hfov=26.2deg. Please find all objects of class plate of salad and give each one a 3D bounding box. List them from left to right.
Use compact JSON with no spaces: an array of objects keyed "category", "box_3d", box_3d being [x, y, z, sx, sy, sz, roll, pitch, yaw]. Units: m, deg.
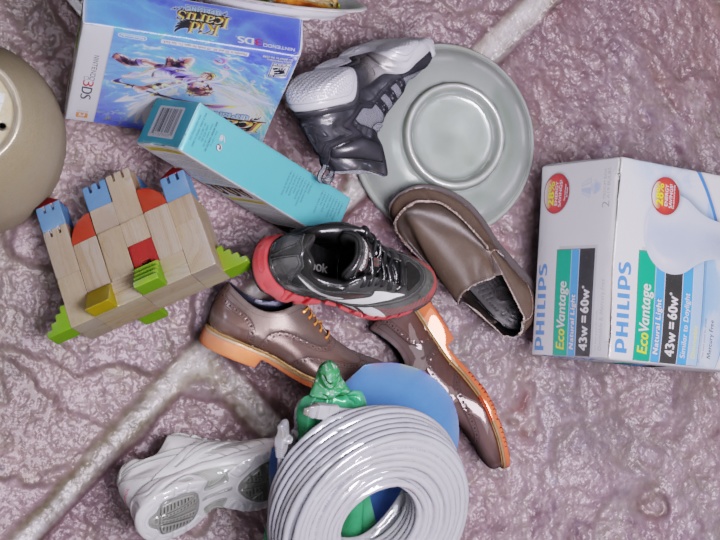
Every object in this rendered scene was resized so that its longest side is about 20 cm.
[{"category":"plate of salad","box_3d":[-0.090,-0.273,1.463,0.198,0.200,0.049,5,106,-14]}]

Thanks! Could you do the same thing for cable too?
[{"category":"cable","box_3d":[0.010,0.217,1.417,0.198,0.069,0.202,-2,115,-27]}]

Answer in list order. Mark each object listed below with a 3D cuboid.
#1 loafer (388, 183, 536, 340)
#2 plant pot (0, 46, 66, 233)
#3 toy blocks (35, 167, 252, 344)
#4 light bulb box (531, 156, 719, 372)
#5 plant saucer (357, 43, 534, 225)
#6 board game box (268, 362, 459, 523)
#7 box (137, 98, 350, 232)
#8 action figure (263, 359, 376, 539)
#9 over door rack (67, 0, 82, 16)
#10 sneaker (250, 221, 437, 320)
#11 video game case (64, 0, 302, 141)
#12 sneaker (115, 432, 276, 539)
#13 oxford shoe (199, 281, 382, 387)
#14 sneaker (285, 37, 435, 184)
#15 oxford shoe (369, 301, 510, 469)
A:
[{"category":"loafer","box_3d":[0.109,-0.008,1.548,0.200,0.071,0.073,40,116,-14]},{"category":"plant pot","box_3d":[-0.353,-0.131,1.391,0.185,0.200,0.190,1,87,-14]},{"category":"toy blocks","box_3d":[-0.218,-0.030,1.471,0.198,0.100,0.138,-23,71,6]},{"category":"light bulb box","box_3d":[0.290,-0.002,1.559,0.198,0.124,0.201,6,86,-31]},{"category":"plant saucer","box_3d":[0.090,-0.134,1.578,0.198,0.050,0.203,0,88,-14]},{"category":"board game box","box_3d":[-0.003,0.169,1.515,0.200,0.039,0.158,-42,124,1]},{"category":"box","box_3d":[-0.109,-0.094,1.471,0.199,0.082,0.050,31,79,-37]},{"category":"action figure","box_3d":[-0.033,0.172,1.445,0.117,0.055,0.202,-5,122,-18]},{"category":"over door rack","box_3d":[-0.272,-0.358,1.489,0.148,0.067,0.200,-42,98,-13]},{"category":"sneaker","box_3d":[0.000,0.000,1.466,0.199,0.098,0.072,10,70,-31]},{"category":"video game case","box_3d":[-0.170,-0.186,1.447,0.197,0.181,0.046,7,67,-13]},{"category":"sneaker","box_3d":[-0.146,0.185,1.493,0.198,0.099,0.079,-11,129,-35]},{"category":"oxford shoe","box_3d":[-0.054,0.069,1.515,0.198,0.071,0.074,18,99,-12]},{"category":"sneaker","box_3d":[0.008,-0.155,1.510,0.199,0.075,0.115,-32,118,-43]},{"category":"oxford shoe","box_3d":[0.081,0.122,1.559,0.072,0.071,0.201,-31,85,-9]}]
